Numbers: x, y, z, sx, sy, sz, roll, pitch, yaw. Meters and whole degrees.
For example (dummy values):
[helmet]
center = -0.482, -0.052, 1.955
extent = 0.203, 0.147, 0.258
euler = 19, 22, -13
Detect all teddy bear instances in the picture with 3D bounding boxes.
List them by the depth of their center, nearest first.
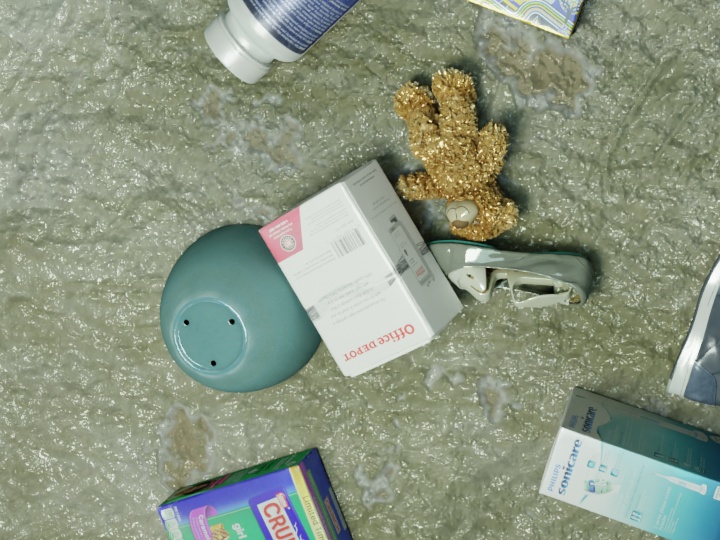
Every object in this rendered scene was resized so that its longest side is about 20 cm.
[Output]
[teddy bear]
center = 0.102, -0.124, 1.562
extent = 0.144, 0.067, 0.202
euler = -1, 103, 17

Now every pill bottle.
[pill bottle]
center = -0.075, -0.301, 1.541
extent = 0.200, 0.111, 0.111
euler = -40, 91, 19

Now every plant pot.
[plant pot]
center = -0.152, 0.059, 1.638
extent = 0.198, 0.135, 0.202
euler = 3, 105, 13

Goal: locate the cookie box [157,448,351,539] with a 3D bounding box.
[cookie box]
center = -0.122, 0.329, 1.727
extent = 0.199, 0.075, 0.172
euler = -19, 97, 17

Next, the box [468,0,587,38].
[box]
center = 0.145, -0.316, 1.505
extent = 0.199, 0.064, 0.071
euler = 23, 108, 9

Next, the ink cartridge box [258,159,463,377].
[ink cartridge box]
center = 0.000, 0.000, 1.591
extent = 0.146, 0.083, 0.201
euler = -27, 96, 39

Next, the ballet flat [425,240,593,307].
[ballet flat]
center = 0.159, 0.007, 1.573
extent = 0.198, 0.068, 0.064
euler = 5, 64, 11

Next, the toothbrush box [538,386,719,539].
[toothbrush box]
center = 0.308, 0.216, 1.549
extent = 0.199, 0.146, 0.086
euler = 19, 107, 9

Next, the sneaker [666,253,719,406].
[sneaker]
center = 0.427, 0.067, 1.510
extent = 0.145, 0.077, 0.204
euler = 23, 118, 20
